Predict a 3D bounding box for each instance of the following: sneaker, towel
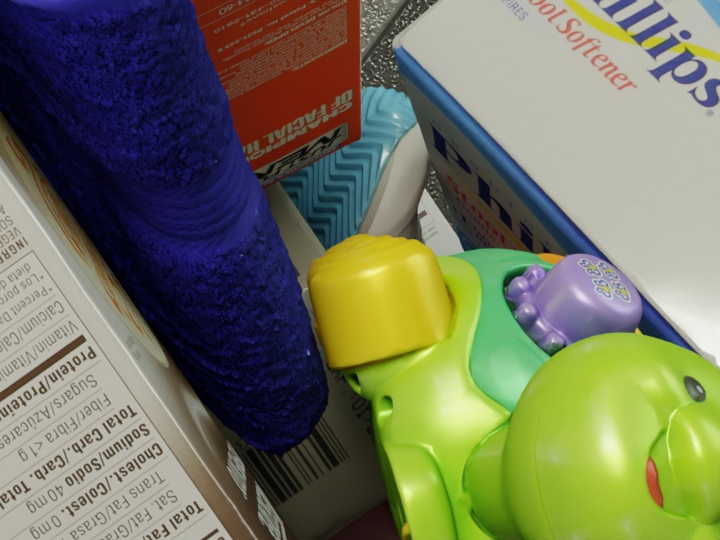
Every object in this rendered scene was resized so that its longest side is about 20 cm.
[{"bbox_3d":[0.000,0.000,0.868,0.201,0.080,0.077,109,-32,-43],"label":"sneaker"},{"bbox_3d":[-0.072,-0.049,0.509,0.148,0.049,0.201,56,-9,35],"label":"towel"}]

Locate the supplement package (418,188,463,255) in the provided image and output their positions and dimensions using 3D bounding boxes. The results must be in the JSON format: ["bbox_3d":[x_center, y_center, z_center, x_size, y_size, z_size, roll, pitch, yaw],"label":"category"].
[{"bbox_3d":[-0.073,-0.029,1.057,0.201,0.150,0.152,56,-25,0],"label":"supplement package"}]

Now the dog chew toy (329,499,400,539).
[{"bbox_3d":[0.004,0.126,0.805,0.201,0.124,0.125,63,1,16],"label":"dog chew toy"}]

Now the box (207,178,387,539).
[{"bbox_3d":[-0.076,0.015,0.754,0.109,0.127,0.200,58,-2,-41],"label":"box"}]

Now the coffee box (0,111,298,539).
[{"bbox_3d":[-0.098,0.015,0.462,0.201,0.079,0.114,56,-2,-4],"label":"coffee box"}]

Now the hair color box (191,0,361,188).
[{"bbox_3d":[-0.050,-0.101,0.604,0.111,0.064,0.200,61,-5,12],"label":"hair color box"}]

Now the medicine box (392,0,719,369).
[{"bbox_3d":[0.118,-0.017,0.765,0.182,0.103,0.200,48,-6,24],"label":"medicine box"}]

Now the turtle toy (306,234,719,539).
[{"bbox_3d":[0.049,0.053,0.558,0.200,0.100,0.147,-157,-128,-87],"label":"turtle toy"}]
